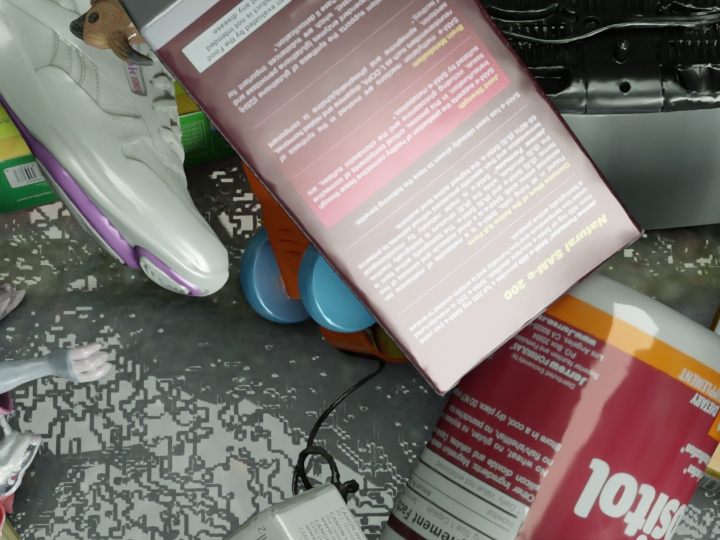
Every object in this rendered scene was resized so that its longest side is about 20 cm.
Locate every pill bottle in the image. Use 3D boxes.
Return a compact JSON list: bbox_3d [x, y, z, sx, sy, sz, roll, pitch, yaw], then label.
[{"bbox_3d":[0.077,0.103,0.784,0.113,0.113,0.200,27,89,7],"label":"pill bottle"}]

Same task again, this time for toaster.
[{"bbox_3d":[0.111,-0.115,0.845,0.181,0.119,0.200,-2,58,-1],"label":"toaster"}]

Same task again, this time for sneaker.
[{"bbox_3d":[-0.107,-0.081,0.792,0.100,0.075,0.200,-35,78,-9],"label":"sneaker"}]

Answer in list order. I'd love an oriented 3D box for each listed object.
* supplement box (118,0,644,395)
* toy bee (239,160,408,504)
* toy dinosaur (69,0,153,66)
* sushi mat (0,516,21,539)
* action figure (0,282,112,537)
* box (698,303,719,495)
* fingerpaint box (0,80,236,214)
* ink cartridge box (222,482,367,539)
[{"bbox_3d":[0.010,-0.060,0.708,0.109,0.061,0.200,-38,117,1],"label":"supplement box"},{"bbox_3d":[0.000,0.000,0.841,0.109,0.200,0.131,-17,34,-34],"label":"toy bee"},{"bbox_3d":[-0.014,-0.144,0.749,0.086,0.200,0.136,45,35,-21],"label":"toy dinosaur"},{"bbox_3d":[-0.211,0.128,0.833,0.096,0.012,0.200,-35,77,-11],"label":"sushi mat"},{"bbox_3d":[-0.204,0.030,0.791,0.149,0.134,0.200,-24,95,-23],"label":"action figure"},{"bbox_3d":[0.232,0.026,0.859,0.119,0.041,0.200,25,72,7],"label":"box"},{"bbox_3d":[-0.104,-0.136,0.886,0.200,0.073,0.167,-15,74,-6],"label":"fingerpaint box"},{"bbox_3d":[-0.027,0.215,0.755,0.045,0.176,0.200,-18,73,-51],"label":"ink cartridge box"}]
